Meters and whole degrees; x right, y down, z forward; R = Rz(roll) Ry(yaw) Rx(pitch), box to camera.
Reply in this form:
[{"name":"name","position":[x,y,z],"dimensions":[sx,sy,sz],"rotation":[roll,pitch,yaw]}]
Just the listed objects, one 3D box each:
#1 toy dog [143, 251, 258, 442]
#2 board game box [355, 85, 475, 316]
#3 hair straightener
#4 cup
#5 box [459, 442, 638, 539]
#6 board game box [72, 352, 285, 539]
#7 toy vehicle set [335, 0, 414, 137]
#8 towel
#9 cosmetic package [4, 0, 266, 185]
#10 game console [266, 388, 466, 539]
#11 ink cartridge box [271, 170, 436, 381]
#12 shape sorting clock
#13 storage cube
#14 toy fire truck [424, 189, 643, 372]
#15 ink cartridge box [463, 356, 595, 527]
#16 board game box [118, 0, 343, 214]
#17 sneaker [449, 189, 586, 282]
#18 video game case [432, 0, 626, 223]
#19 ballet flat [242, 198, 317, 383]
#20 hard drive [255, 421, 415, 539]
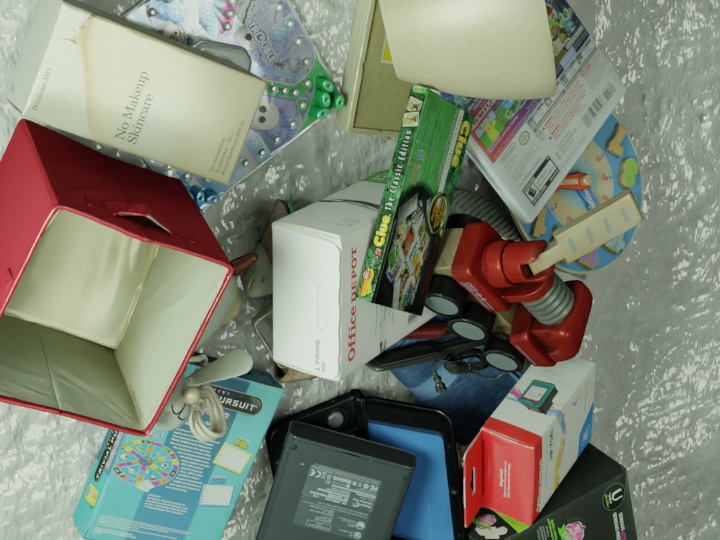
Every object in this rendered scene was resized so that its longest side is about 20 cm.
[{"name":"toy dog","position":[-0.141,0.051,1.192],"dimensions":[0.095,0.203,0.131],"rotation":[-20,153,26]},{"name":"board game box","position":[0.054,-0.063,1.210],"dimensions":[0.104,0.023,0.203],"rotation":[17,88,-56]},{"name":"hair straightener","position":[0.090,0.089,1.366],"dimensions":[0.197,0.041,0.078],"rotation":[-5,110,-32]},{"name":"cup","position":[0.091,-0.245,1.182],"dimensions":[0.141,0.201,0.203],"rotation":[-12,118,5]},{"name":"box","position":[0.199,0.292,1.489],"dimensions":[0.198,0.148,0.126],"rotation":[-24,118,-18]},{"name":"board game box","position":[-0.184,0.185,1.298],"dimensions":[0.149,0.047,0.203],"rotation":[19,99,-33]},{"name":"toy vehicle set","position":[0.052,-0.234,1.277],"dimensions":[0.123,0.026,0.203],"rotation":[2,108,-29]},{"name":"towel","position":[0.101,0.104,1.423],"dimensions":[0.112,0.048,0.200],"rotation":[-45,124,-6]},{"name":"cosmetic package","position":[-0.194,-0.157,1.114],"dimensions":[0.198,0.073,0.105],"rotation":[16,101,-33]},{"name":"game console","position":[0.008,0.245,1.385],"dimensions":[0.174,0.116,0.203],"rotation":[-19,117,-23]},{"name":"ink cartridge box","position":[0.000,0.000,1.254],"dimensions":[0.199,0.083,0.149],"rotation":[-28,125,-52]},{"name":"shape sorting clock","position":[0.236,-0.097,1.391],"dimensions":[0.197,0.039,0.204],"rotation":[1,88,-31]},{"name":"storage cube","position":[-0.241,0.006,1.104],"dimensions":[0.169,0.180,0.202],"rotation":[20,109,-32]},{"name":"toy fire truck","position":[0.188,0.006,1.270],"dimensions":[0.176,0.198,0.130],"rotation":[42,58,-37]},{"name":"ink cartridge box","position":[0.187,0.192,1.409],"dimensions":[0.200,0.066,0.118],"rotation":[-44,141,-42]},{"name":"board game box","position":[-0.132,-0.178,1.198],"dimensions":[0.199,0.026,0.201],"rotation":[-38,122,-11]},{"name":"sneaker","position":[0.153,-0.011,1.396],"dimensions":[0.198,0.074,0.082],"rotation":[31,116,-22]},{"name":"video game case","position":[0.174,-0.184,1.322],"dimensions":[0.183,0.023,0.201],"rotation":[48,68,-25]},{"name":"ballet flat","position":[-0.081,0.029,1.285],"dimensions":[0.066,0.068,0.203],"rotation":[-18,115,-14]},{"name":"hard drive","position":[-0.034,0.268,1.369],"dimensions":[0.137,0.033,0.203],"rotation":[15,114,-6]}]
